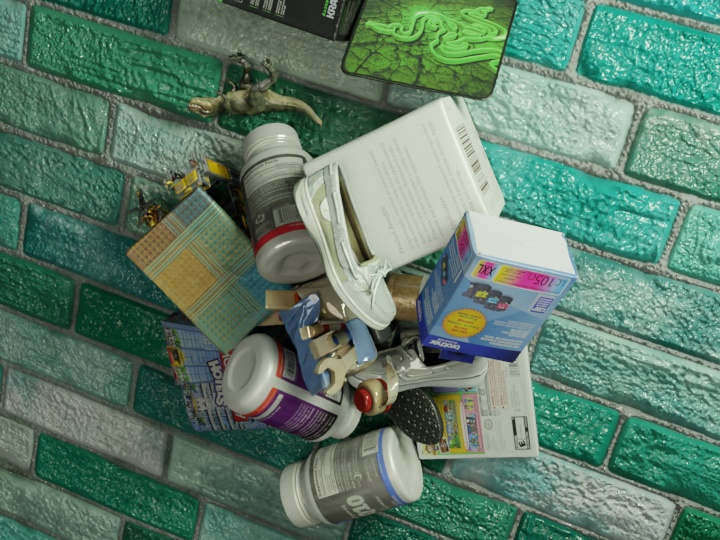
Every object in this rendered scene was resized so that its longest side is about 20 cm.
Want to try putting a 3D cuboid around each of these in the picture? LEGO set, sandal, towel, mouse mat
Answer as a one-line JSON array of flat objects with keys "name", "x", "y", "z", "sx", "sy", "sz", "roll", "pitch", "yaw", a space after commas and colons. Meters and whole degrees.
[{"name": "LEGO set", "x": -0.247, "y": -0.072, "z": 1.145, "sx": 0.198, "sy": 0.115, "sz": 0.157, "roll": -23, "pitch": 67, "yaw": 28}, {"name": "sandal", "x": 0.053, "y": 0.169, "z": 1.171, "sx": 0.200, "sy": 0.048, "sz": 0.076, "roll": 40, "pitch": 124, "yaw": 27}, {"name": "towel", "x": -0.203, "y": 0.002, "z": 1.108, "sx": 0.146, "sy": 0.022, "sz": 0.200, "roll": -39, "pitch": 109, "yaw": 10}, {"name": "mouse mat", "x": 0.086, "y": -0.297, "z": 1.015, "sx": 0.196, "sy": 0.008, "sz": 0.164, "roll": 14, "pitch": 70, "yaw": 12}]

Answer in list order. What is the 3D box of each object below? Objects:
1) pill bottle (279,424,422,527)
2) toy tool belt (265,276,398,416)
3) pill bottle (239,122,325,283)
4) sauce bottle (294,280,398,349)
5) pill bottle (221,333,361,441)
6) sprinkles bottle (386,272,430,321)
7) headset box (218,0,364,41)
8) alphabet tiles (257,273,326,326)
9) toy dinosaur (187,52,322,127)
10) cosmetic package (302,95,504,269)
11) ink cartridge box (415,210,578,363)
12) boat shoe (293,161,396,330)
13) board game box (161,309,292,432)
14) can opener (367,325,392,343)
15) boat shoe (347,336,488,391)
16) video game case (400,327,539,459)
[{"name": "pill bottle", "x": -0.016, "y": 0.313, "z": 1.209, "sx": 0.197, "sy": 0.114, "sz": 0.115, "roll": -22, "pitch": 98, "yaw": 21}, {"name": "toy tool belt", "x": -0.047, "y": 0.107, "z": 1.055, "sx": 0.125, "sy": 0.121, "sz": 0.203, "roll": -40, "pitch": 69, "yaw": 49}, {"name": "pill bottle", "x": -0.103, "y": -0.094, "z": 1.084, "sx": 0.109, "sy": 0.110, "sz": 0.203, "roll": -27, "pitch": 60, "yaw": 21}, {"name": "sauce bottle", "x": -0.043, "y": 0.063, "z": 1.174, "sx": 0.197, "sy": 0.065, "sz": 0.066, "roll": 23, "pitch": 110, "yaw": 9}, {"name": "pill bottle", "x": -0.093, "y": 0.175, "z": 1.156, "sx": 0.199, "sy": 0.113, "sz": 0.112, "roll": 31, "pitch": 117, "yaw": -36}, {"name": "sprinkles bottle", "x": 0.134, "y": 0.042, "z": 1.114, "sx": 0.196, "sy": 0.068, "sz": 0.070, "roll": 4, "pitch": 106, "yaw": 15}, {"name": "headset box", "x": -0.085, "y": -0.411, "z": 1.039, "sx": 0.197, "sy": 0.093, "sz": 0.177, "roll": 22, "pitch": 110, "yaw": 11}, {"name": "alphabet tiles", "x": -0.109, "y": -0.025, "z": 1.157, "sx": 0.164, "sy": 0.008, "sz": 0.204, "roll": -4, "pitch": 82, "yaw": 12}, {"name": "toy dinosaur", "x": -0.147, "y": -0.253, "z": 1.128, "sx": 0.196, "sy": 0.048, "sz": 0.090, "roll": 7, "pitch": 121, "yaw": 14}, {"name": "cosmetic package", "x": 0.061, "y": -0.109, "z": 1.042, "sx": 0.197, "sy": 0.165, "sz": 0.167, "roll": -21, "pitch": 98, "yaw": 20}, {"name": "ink cartridge box", "x": 0.153, "y": 0.035, "z": 0.983, "sx": 0.134, "sy": 0.077, "sz": 0.201, "roll": 11, "pitch": 137, "yaw": -15}, {"name": "boat shoe", "x": -0.008, "y": -0.026, "z": 0.958, "sx": 0.064, "sy": 0.074, "sz": 0.205, "roll": -26, "pitch": 91, "yaw": 25}, {"name": "board game box", "x": -0.188, "y": 0.156, "z": 1.244, "sx": 0.196, "sy": 0.062, "sz": 0.204, "roll": -6, "pitch": 103, "yaw": 18}, {"name": "can opener", "x": 0.000, "y": 0.000, "z": 1.117, "sx": 0.053, "sy": 0.066, "sz": 0.203, "roll": -17, "pitch": 96, "yaw": 53}, {"name": "boat shoe", "x": 0.077, "y": 0.121, "z": 1.114, "sx": 0.196, "sy": 0.074, "sz": 0.066, "roll": -6, "pitch": 129, "yaw": 0}, {"name": "video game case", "x": 0.159, "y": 0.176, "z": 1.170, "sx": 0.178, "sy": 0.022, "sz": 0.204, "roll": -5, "pitch": 104, "yaw": 17}]
